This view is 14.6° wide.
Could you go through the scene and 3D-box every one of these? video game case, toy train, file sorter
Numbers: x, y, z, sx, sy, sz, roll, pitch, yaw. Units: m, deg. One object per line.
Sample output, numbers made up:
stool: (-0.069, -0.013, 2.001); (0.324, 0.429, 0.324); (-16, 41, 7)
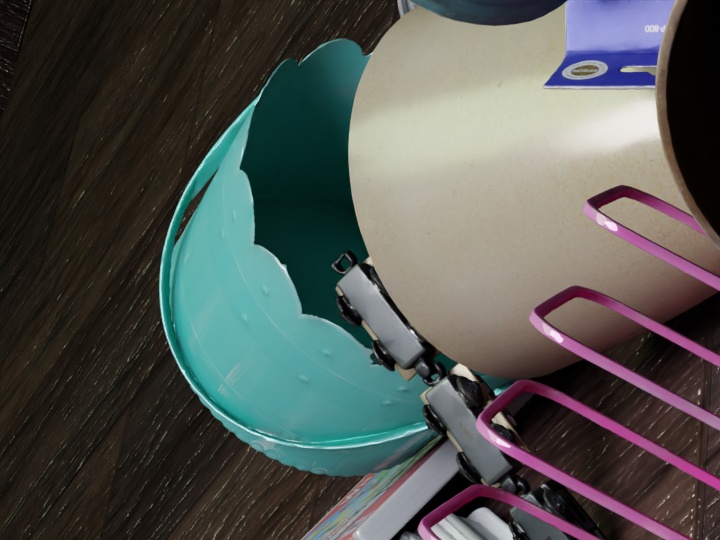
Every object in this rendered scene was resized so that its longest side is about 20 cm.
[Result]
video game case: (0.008, 0.131, 1.552); (0.143, 0.017, 0.200); (-43, 1, -31)
toy train: (0.054, 0.070, 1.331); (0.034, 0.200, 0.046); (-42, -12, 21)
file sorter: (0.108, 0.081, 1.116); (0.201, 0.125, 0.139); (-64, -11, 11)

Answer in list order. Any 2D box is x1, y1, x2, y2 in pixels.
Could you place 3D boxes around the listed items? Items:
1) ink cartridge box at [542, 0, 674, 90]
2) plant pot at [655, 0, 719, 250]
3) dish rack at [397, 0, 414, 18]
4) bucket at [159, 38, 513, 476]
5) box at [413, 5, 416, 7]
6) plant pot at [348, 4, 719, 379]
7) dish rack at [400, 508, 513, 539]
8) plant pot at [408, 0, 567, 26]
ink cartridge box: (0.149, -0.130, 1.196); (0.200, 0.094, 0.037); (-54, -41, -53)
plant pot: (0.214, -0.107, 1.057); (0.187, 0.186, 0.200); (-58, 5, 32)
dish rack: (0.087, -0.204, 1.690); (0.172, 0.043, 0.201); (52, -130, -57)
bucket: (0.000, 0.000, 1.466); (0.135, 0.206, 0.208); (-51, 23, 48)
box: (0.100, -0.173, 1.483); (0.158, 0.051, 0.200); (-62, 20, 14)
plant pot: (0.129, -0.058, 1.275); (0.199, 0.187, 0.188); (-15, 52, 48)
dish rack: (0.034, 0.208, 1.404); (0.200, 0.043, 0.173); (-147, 79, -75)
plant pot: (0.093, -0.218, 1.058); (0.196, 0.200, 0.201); (-22, 45, 47)
